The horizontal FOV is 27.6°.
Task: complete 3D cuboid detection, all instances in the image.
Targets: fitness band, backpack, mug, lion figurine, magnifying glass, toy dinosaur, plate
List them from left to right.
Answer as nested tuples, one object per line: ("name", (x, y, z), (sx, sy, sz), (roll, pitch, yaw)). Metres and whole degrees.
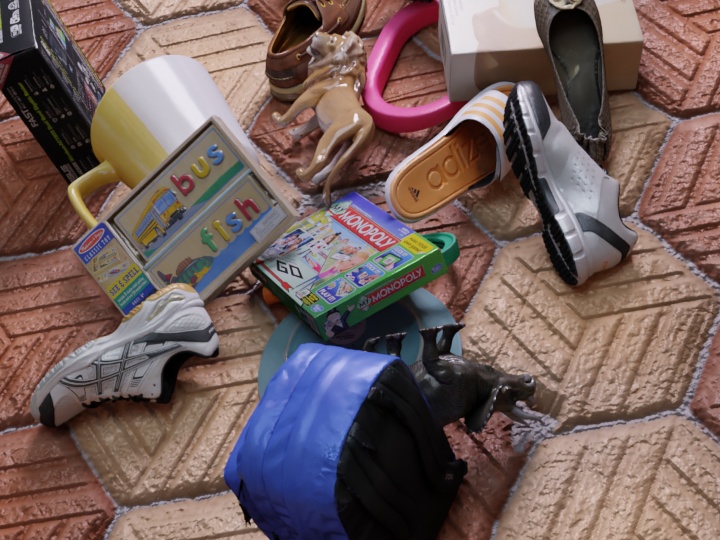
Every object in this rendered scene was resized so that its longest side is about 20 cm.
("mug", (-0.191, -0.105, 1.529), (0.187, 0.149, 0.153), (-53, 57, 16))
("backpack", (-0.025, 0.162, 1.186), (0.166, 0.201, 0.163), (8, 54, 24))
("lion figurine", (-0.023, -0.161, 1.528), (0.122, 0.072, 0.201), (-36, 48, 11))
("plate", (-0.004, 0.080, 1.368), (0.198, 0.026, 0.202), (-10, 49, 11))
("magnifying glass", (0.000, 0.000, 1.422), (0.198, 0.023, 0.080), (-15, 19, 15))
("toy dinosaur", (0.050, 0.103, 1.270), (0.198, 0.077, 0.103), (-11, 87, 14))
("fitness band", (0.078, -0.227, 1.594), (0.142, 0.038, 0.201), (6, 52, 23))

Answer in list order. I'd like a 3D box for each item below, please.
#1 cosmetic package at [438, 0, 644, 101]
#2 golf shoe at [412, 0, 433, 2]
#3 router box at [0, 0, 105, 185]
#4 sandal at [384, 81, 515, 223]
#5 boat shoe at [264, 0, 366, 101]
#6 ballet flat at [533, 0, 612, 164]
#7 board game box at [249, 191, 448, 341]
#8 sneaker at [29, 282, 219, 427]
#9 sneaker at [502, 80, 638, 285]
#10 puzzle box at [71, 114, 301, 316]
("cosmetic package", (0.183, -0.240, 1.514), (0.198, 0.071, 0.106), (-6, 53, -3))
("golf shoe", (0.082, -0.345, 1.597), (0.199, 0.072, 0.093), (10, 72, 53))
("router box", (-0.341, -0.210, 1.605), (0.062, 0.201, 0.151), (-21, 47, 6))
("sandal", (0.112, -0.112, 1.435), (0.206, 0.080, 0.059), (-41, 19, -28))
("boat shoe", (-0.050, -0.283, 1.663), (0.071, 0.068, 0.201), (10, 55, 25))
("ballet flat", (0.213, -0.199, 1.436), (0.067, 0.202, 0.046), (-8, 3, -3))
("board game box", (-0.019, -0.008, 1.394), (0.134, 0.029, 0.200), (-30, 27, -13))
("sneaker", (-0.223, 0.100, 1.389), (0.199, 0.076, 0.088), (-36, 83, 8))
("sneaker", (0.195, -0.088, 1.385), (0.079, 0.074, 0.202), (-19, 81, -11))
("puzzle box", (-0.172, -0.037, 1.432), (0.200, 0.025, 0.133), (-42, 80, 10))
